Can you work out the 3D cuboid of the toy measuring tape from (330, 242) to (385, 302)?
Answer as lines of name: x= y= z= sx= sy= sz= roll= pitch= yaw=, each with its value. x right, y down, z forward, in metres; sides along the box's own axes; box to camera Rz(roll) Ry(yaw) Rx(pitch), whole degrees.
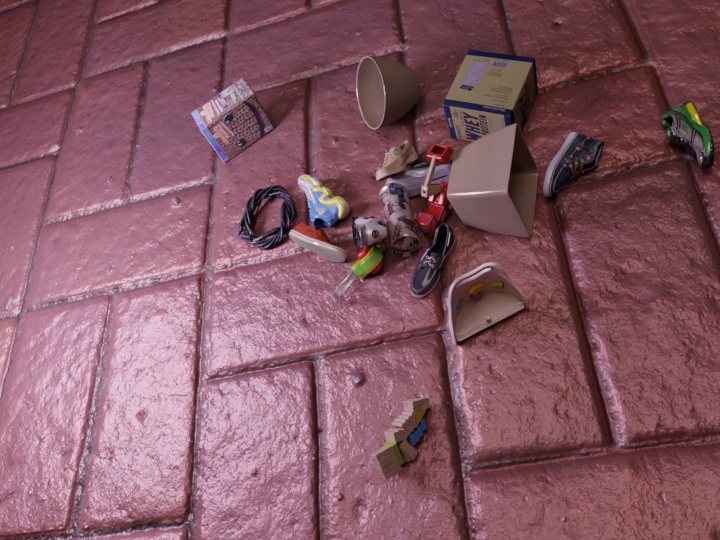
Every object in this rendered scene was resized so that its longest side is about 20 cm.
toy measuring tape: x=0.000 y=0.000 z=1.686 sx=0.073 sy=0.074 sz=0.200 roll=32 pitch=71 yaw=32

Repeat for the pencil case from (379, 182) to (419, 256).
pencil case: x=0.101 y=-0.138 z=1.724 sx=0.076 sy=0.090 sz=0.204 roll=-2 pitch=53 yaw=-13

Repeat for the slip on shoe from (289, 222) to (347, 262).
slip on shoe: x=-0.110 y=-0.081 z=1.782 sx=0.197 sy=0.075 sz=0.062 roll=26 pitch=69 yaw=35

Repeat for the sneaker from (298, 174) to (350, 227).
sneaker: x=-0.126 y=-0.191 z=1.845 sx=0.198 sy=0.076 sz=0.106 roll=33 pitch=77 yaw=31

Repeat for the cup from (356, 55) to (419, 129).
cup: x=0.089 y=-0.524 z=1.904 sx=0.140 sy=0.203 sz=0.203 roll=-14 pitch=53 yaw=-20

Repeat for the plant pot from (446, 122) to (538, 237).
plant pot: x=0.325 y=-0.211 z=1.631 sx=0.173 sy=0.200 sz=0.204 roll=-3 pitch=59 yaw=32

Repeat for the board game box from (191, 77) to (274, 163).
board game box: x=-0.397 y=-0.469 z=2.054 sx=0.198 sy=0.160 sz=0.098 roll=-35 pitch=55 yaw=-1

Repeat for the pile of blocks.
pile of blocks: x=0.092 y=0.371 z=1.464 sx=0.201 sy=0.082 sz=0.062 roll=-51 pitch=15 yaw=-23

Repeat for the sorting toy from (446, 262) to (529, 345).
sorting toy: x=0.269 y=0.053 z=1.495 sx=0.196 sy=0.181 sz=0.108 roll=-27 pitch=56 yaw=3

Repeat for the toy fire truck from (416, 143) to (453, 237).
toy fire truck: x=0.192 y=-0.202 z=1.677 sx=0.048 sy=0.141 sz=0.204 roll=19 pitch=79 yaw=37

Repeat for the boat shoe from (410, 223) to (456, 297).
boat shoe: x=0.176 y=-0.030 z=1.648 sx=0.071 sy=0.063 sz=0.203 roll=21 pitch=71 yaw=29

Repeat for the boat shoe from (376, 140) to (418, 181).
boat shoe: x=0.091 y=-0.298 z=1.773 sx=0.071 sy=0.066 sz=0.200 roll=-17 pitch=16 yaw=39

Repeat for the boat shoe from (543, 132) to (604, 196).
boat shoe: x=0.533 y=-0.262 z=1.642 sx=0.089 sy=0.071 sz=0.202 roll=21 pitch=68 yaw=33

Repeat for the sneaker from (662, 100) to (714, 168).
sneaker: x=0.793 y=-0.317 z=1.586 sx=0.083 sy=0.078 sz=0.203 roll=-20 pitch=48 yaw=16

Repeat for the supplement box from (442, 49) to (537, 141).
supplement box: x=0.356 y=-0.467 z=1.787 sx=0.196 sy=0.135 sz=0.203 roll=16 pitch=68 yaw=27

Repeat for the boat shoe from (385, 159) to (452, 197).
boat shoe: x=0.166 y=-0.254 z=1.785 sx=0.195 sy=0.073 sz=0.072 roll=-8 pitch=34 yaw=21

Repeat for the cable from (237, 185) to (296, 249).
cable: x=-0.264 y=-0.161 z=1.894 sx=0.160 sy=0.051 sz=0.203 roll=16 pitch=68 yaw=27

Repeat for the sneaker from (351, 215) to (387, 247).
sneaker: x=0.024 y=-0.102 z=1.709 sx=0.086 sy=0.076 sz=0.200 roll=-11 pitch=15 yaw=-8
